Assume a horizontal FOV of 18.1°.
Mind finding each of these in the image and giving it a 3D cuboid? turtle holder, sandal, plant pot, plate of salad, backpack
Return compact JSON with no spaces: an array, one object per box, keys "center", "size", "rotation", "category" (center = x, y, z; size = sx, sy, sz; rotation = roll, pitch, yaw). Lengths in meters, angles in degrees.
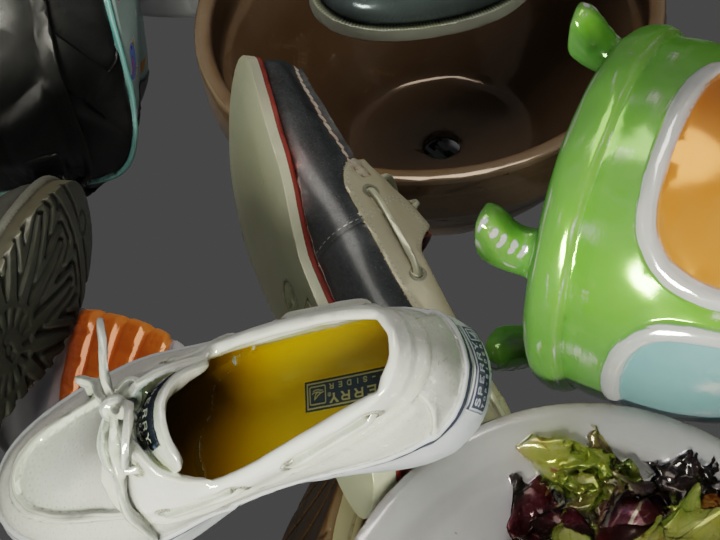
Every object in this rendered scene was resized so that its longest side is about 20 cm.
[{"center":[0.123,0.002,0.830],"size":[0.131,0.186,0.141],"rotation":[18,45,16],"category":"turtle holder"},{"center":[-0.107,0.054,0.910],"size":[0.206,0.059,0.079],"rotation":[27,82,49],"category":"sandal"},{"center":[0.032,-0.083,0.985],"size":[0.200,0.093,0.202],"rotation":[-3,51,4],"category":"plant pot"},{"center":[0.084,0.143,0.769],"size":[0.199,0.048,0.201],"rotation":[2,77,-10],"category":"plate of salad"},{"center":[-0.187,-0.138,0.990],"size":[0.175,0.201,0.154],"rotation":[-8,33,3],"category":"backpack"}]

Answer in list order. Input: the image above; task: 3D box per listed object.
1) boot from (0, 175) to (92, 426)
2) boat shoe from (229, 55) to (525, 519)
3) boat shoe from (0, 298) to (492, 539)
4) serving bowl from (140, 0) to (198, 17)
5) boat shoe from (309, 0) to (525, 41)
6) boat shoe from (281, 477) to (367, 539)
[{"center":[-0.223,0.014,0.866],"size":[0.199,0.073,0.182],"rotation":[10,43,22],"category":"boot"},{"center":[0.000,0.000,0.850],"size":[0.062,0.071,0.201],"rotation":[-12,58,-16],"category":"boat shoe"},{"center":[-0.061,0.053,0.770],"size":[0.201,0.086,0.075],"rotation":[-15,69,29],"category":"boat shoe"},{"center":[-0.084,-0.218,1.132],"size":[0.199,0.066,0.201],"rotation":[-3,50,4],"category":"serving bowl"},{"center":[0.068,-0.156,0.941],"size":[0.199,0.062,0.073],"rotation":[-21,51,-10],"category":"boat shoe"},{"center":[0.006,0.130,0.836],"size":[0.072,0.072,0.201],"rotation":[24,40,-11],"category":"boat shoe"}]
